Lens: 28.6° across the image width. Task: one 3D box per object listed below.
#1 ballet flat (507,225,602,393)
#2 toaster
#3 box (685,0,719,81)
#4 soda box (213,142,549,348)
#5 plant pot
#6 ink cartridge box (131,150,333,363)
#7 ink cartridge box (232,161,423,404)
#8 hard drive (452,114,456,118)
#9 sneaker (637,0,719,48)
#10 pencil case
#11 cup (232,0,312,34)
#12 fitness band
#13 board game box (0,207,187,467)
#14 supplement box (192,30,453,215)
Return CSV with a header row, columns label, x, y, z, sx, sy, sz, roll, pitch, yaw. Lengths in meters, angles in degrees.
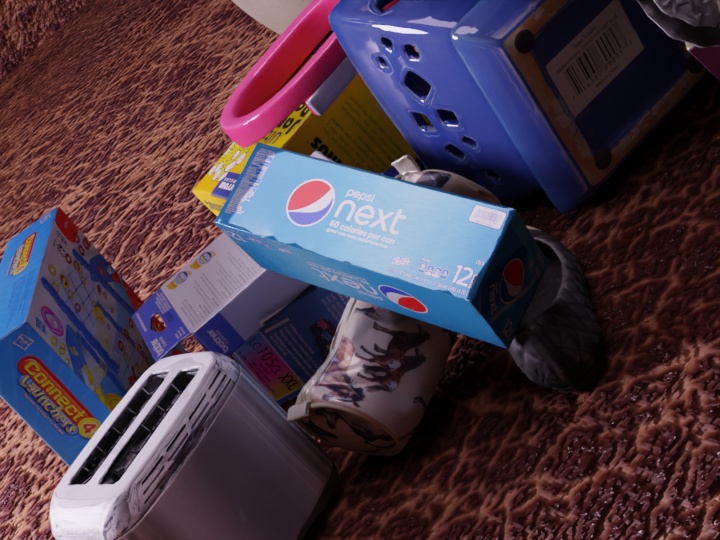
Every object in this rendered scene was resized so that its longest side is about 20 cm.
label,x,y,z,sx,sy,sz,roll,pitch,yaw
ballet flat,0.114,0.010,0.927,0.066,0.057,0.200,-34,24,8
toaster,-0.106,0.143,0.921,0.113,0.129,0.200,-8,38,48
box,0.303,-0.245,0.958,0.176,0.097,0.201,-23,58,32
soda box,0.010,-0.018,0.879,0.200,0.068,0.064,18,73,34
plant pot,0.131,-0.169,1.058,0.200,0.200,0.180,-44,30,-14
ink cartridge box,-0.079,-0.003,1.067,0.200,0.042,0.119,-39,25,-5
ink cartridge box,0.000,0.000,1.090,0.200,0.076,0.137,-28,26,20
hard drive,0.123,-0.242,1.262,0.132,0.026,0.201,-7,73,51
sneaker,0.204,-0.247,0.931,0.104,0.060,0.201,9,73,18
pencil case,0.023,0.027,0.943,0.201,0.089,0.078,-66,15,-21
cup,-0.053,-0.349,1.690,0.200,0.143,0.201,-31,26,17
fitness band,-0.042,-0.185,1.215,0.200,0.037,0.144,-50,26,-13
board game box,-0.204,0.075,1.098,0.056,0.196,0.200,-33,25,11
supplement box,-0.033,-0.106,1.253,0.200,0.110,0.109,-52,26,-12
